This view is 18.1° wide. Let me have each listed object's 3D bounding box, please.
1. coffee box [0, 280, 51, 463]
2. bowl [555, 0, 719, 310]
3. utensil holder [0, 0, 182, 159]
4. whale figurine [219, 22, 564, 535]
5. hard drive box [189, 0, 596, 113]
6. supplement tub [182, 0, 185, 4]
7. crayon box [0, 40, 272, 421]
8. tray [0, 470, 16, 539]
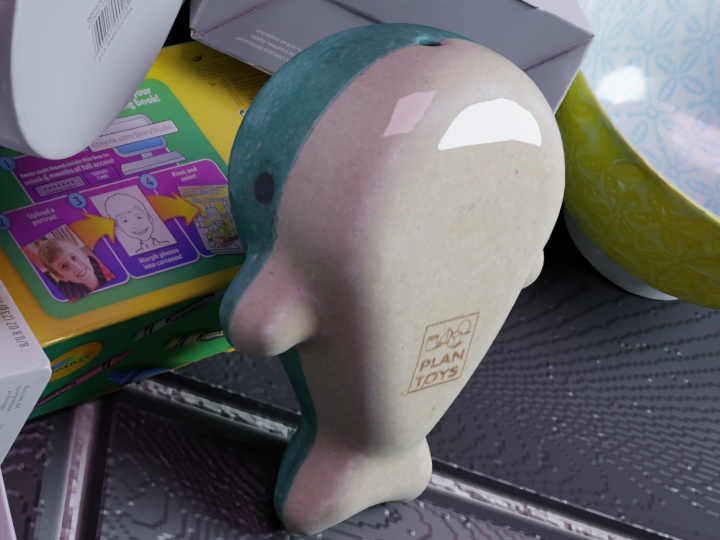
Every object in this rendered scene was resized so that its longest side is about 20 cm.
[{"bbox_3d":[-0.221,0.033,0.755,0.200,0.080,0.114,-15,61,-42],"label":"coffee box"},{"bbox_3d":[0.155,-0.049,1.059,0.200,0.108,0.201,19,44,-19],"label":"bowl"},{"bbox_3d":[-0.167,-0.143,0.760,0.199,0.170,0.170,20,40,13],"label":"utensil holder"},{"bbox_3d":[0.000,0.000,0.868,0.159,0.201,0.104,-16,36,-41],"label":"whale figurine"},{"bbox_3d":[0.006,-0.134,1.011,0.156,0.077,0.200,24,19,-14],"label":"hard drive box"},{"bbox_3d":[-0.171,-0.175,0.932,0.145,0.145,0.200,-19,65,-43],"label":"supplement tub"},{"bbox_3d":[-0.095,-0.021,0.906,0.200,0.058,0.119,-18,63,-43],"label":"crayon box"},{"bbox_3d":[-0.177,0.019,0.719,0.107,0.022,0.200,4,50,-30],"label":"tray"}]
